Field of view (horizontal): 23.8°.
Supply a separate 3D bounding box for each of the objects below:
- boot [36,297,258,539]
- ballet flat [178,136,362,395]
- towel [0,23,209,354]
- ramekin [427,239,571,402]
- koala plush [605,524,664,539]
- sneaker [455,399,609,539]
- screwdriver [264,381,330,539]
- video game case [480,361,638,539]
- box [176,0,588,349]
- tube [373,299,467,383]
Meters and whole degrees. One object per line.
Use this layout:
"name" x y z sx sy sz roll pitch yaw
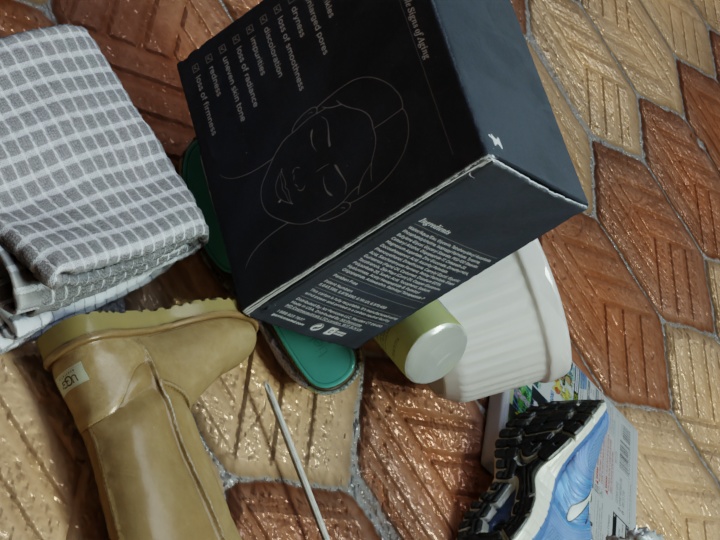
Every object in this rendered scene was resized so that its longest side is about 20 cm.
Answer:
"boot" -0.097 0.122 1.003 0.175 0.066 0.201 -6 67 -49
"ballet flat" -0.064 -0.003 1.184 0.201 0.072 0.072 60 28 2
"towel" -0.189 -0.055 1.002 0.166 0.085 0.200 58 28 2
"ramekin" 0.070 0.005 1.266 0.202 0.094 0.203 156 -90 -83
"koala plush" 0.132 0.268 1.070 0.183 0.200 0.178 32 38 -38
"sneaker" 0.141 0.175 1.302 0.200 0.078 0.089 -53 125 -40
"screwdriver" -0.023 0.162 1.102 0.028 0.029 0.201 4 64 -56
"video game case" 0.172 0.149 1.440 0.182 0.022 0.200 46 31 -22
"box" 0.009 -0.089 1.092 0.124 0.196 0.201 19 46 -49
"tube" 0.000 0.000 1.189 0.052 0.058 0.200 34 12 -49
